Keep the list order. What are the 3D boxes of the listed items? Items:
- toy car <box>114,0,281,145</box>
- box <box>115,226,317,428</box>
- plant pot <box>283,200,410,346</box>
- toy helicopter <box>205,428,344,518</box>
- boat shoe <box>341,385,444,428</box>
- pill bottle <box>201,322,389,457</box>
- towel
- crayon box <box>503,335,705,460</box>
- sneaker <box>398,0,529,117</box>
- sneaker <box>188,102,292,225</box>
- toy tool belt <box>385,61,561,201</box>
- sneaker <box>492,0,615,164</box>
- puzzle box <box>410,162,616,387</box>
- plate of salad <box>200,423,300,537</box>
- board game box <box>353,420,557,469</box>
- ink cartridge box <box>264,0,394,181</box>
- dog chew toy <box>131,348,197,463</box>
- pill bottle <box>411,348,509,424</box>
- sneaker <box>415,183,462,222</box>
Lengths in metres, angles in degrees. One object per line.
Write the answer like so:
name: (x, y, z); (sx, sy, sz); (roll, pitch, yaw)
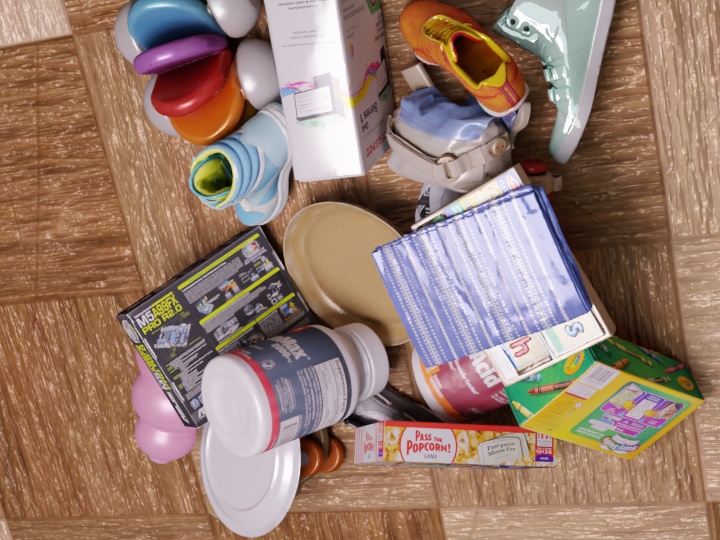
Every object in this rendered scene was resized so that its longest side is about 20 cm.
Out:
toy car: (-0.190, -0.234, 1.408); (0.175, 0.150, 0.200); (-15, 106, 24)
box: (-0.164, 0.066, 1.507); (0.160, 0.200, 0.044); (59, 154, -11)
plant pot: (0.000, 0.000, 1.484); (0.200, 0.027, 0.200); (19, 132, 23)
toy helicopter: (-0.128, 0.242, 1.626); (0.200, 0.079, 0.132); (-41, 72, 17)
boat shoe: (0.017, 0.174, 1.563); (0.200, 0.057, 0.067); (25, 117, 7)
pill bottle: (-0.070, 0.129, 1.460); (0.119, 0.200, 0.120); (22, 120, 44)
towel: (0.123, 0.008, 1.296); (0.200, 0.024, 0.145); (-21, 98, 28)
crayon box: (0.270, 0.137, 1.398); (0.200, 0.058, 0.119); (20, 126, -38)
sneaker: (0.103, -0.237, 1.310); (0.073, 0.200, 0.077); (-44, 139, -2)
sneaker: (-0.144, -0.097, 1.431); (0.080, 0.130, 0.200); (45, 148, 16)
toy tool belt: (0.119, -0.148, 1.344); (0.200, 0.125, 0.123); (18, 117, 38)
sneaker: (0.193, -0.217, 1.329); (0.118, 0.074, 0.201); (11, 105, 7)
puzzle box: (0.157, 0.007, 1.305); (0.133, 0.025, 0.200); (-30, 93, 26)
plate of salad: (-0.132, 0.227, 1.569); (0.200, 0.048, 0.201); (-6, 81, 47)
board game box: (0.105, 0.202, 1.453); (0.200, 0.151, 0.046); (4, 79, -13)
ink cartridge box: (-0.027, -0.212, 1.365); (0.084, 0.145, 0.200); (-2, 111, 19)
dog chew toy: (-0.230, 0.145, 1.583); (0.124, 0.125, 0.200); (18, 103, 11)
pill bottle: (0.168, 0.088, 1.444); (0.200, 0.114, 0.114); (-32, 99, 27)
sneaker: (0.128, -0.019, 1.395); (0.115, 0.075, 0.200); (-11, 74, 36)
